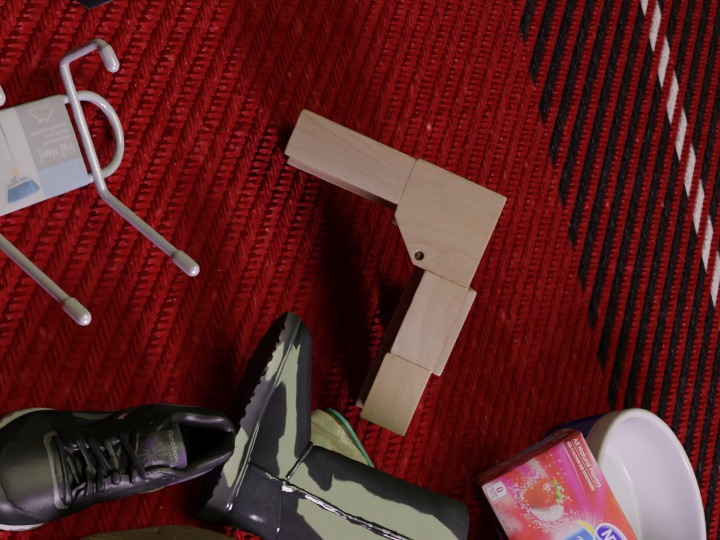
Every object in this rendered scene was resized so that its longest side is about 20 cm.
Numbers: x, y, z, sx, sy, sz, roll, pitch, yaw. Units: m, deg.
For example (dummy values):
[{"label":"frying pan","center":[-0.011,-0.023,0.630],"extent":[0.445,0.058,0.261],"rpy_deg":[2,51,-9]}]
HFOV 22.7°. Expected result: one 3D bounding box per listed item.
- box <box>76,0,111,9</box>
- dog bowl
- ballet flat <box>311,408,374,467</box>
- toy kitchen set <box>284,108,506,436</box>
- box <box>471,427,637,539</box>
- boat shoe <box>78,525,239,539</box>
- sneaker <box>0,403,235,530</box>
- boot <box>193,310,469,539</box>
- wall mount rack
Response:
[{"label":"box","center":[-0.235,-0.300,1.258],"extent":[0.199,0.046,0.161],"rpy_deg":[30,55,-43]},{"label":"dog bowl","center":[0.240,0.233,1.670],"extent":[0.199,0.078,0.202],"rpy_deg":[21,62,-48]},{"label":"ballet flat","center":[0.002,0.195,1.401],"extent":[0.062,0.067,0.201],"rpy_deg":[-44,111,-21]},{"label":"toy kitchen set","center":[0.000,0.000,1.460],"extent":[0.163,0.179,0.202],"rpy_deg":[-55,169,-88]},{"label":"box","center":[0.183,0.244,1.519],"extent":[0.201,0.099,0.095],"rpy_deg":[63,-4,2]},{"label":"boat shoe","center":[-0.126,0.212,1.212],"extent":[0.200,0.071,0.066],"rpy_deg":[14,91,-63]},{"label":"sneaker","center":[-0.163,0.116,1.174],"extent":[0.199,0.087,0.077],"rpy_deg":[-10,86,-53]},{"label":"boot","center":[-0.004,0.145,1.319],"extent":[0.199,0.066,0.166],"rpy_deg":[26,75,-14]},{"label":"wall mount rack","center":[-0.196,-0.057,1.201],"extent":[0.199,0.074,0.175],"rpy_deg":[-26,99,-52]}]
